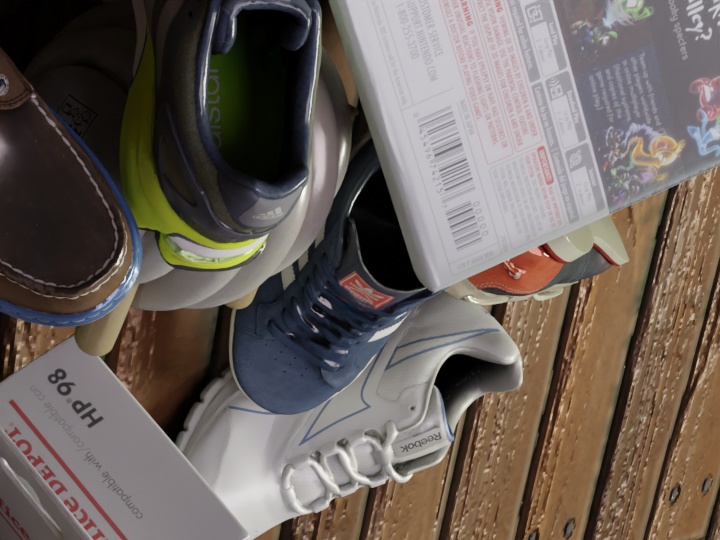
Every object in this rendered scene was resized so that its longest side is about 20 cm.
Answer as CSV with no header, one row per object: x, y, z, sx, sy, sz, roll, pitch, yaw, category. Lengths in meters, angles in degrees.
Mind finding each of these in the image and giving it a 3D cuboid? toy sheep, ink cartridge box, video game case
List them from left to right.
-0.106,0.110,0.919,0.066,0.116,0.201,-34,158,-25,ink cartridge box
-0.076,-0.044,0.891,0.200,0.137,0.139,-24,131,-56,toy sheep
0.078,-0.113,0.869,0.181,0.023,0.201,-23,118,-9,video game case

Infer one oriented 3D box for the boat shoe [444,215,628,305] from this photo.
0.083,-0.018,1.094,0.062,0.072,0.200,-33,176,15,boat shoe

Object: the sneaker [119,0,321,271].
-0.045,-0.104,0.785,0.073,0.081,0.202,-7,87,-28,sneaker

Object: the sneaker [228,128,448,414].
0.000,0.000,0.970,0.075,0.085,0.201,27,121,-11,sneaker

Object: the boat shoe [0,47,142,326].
-0.154,-0.060,0.763,0.072,0.200,0.072,-48,178,-15,boat shoe

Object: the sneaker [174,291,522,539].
-0.009,0.070,1.069,0.200,0.087,0.075,-39,137,-20,sneaker
